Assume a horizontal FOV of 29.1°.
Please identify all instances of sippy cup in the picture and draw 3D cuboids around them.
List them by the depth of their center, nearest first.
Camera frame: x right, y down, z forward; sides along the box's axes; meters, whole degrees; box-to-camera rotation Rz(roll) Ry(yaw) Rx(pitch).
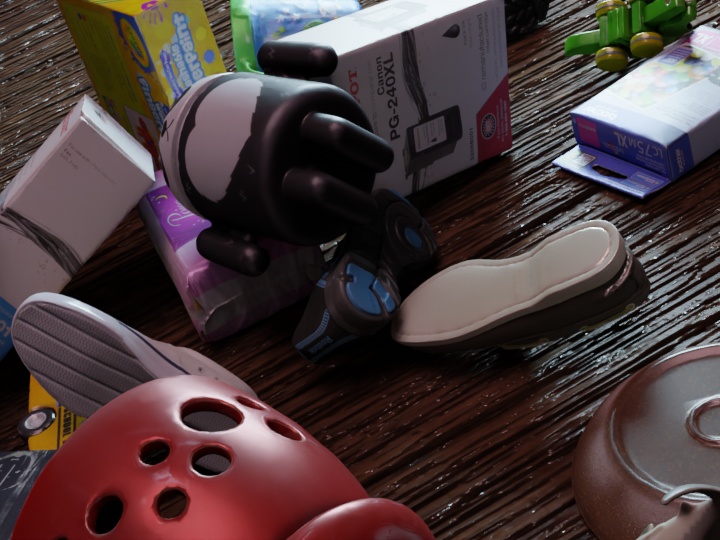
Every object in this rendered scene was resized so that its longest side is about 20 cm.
[{"bbox_3d":[-0.057,-0.215,1.383,0.128,0.140,0.180,-7,60,1],"label":"sippy cup"}]

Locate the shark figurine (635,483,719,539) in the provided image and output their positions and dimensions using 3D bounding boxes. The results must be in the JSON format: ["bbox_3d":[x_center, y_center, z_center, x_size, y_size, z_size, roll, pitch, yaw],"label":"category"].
[{"bbox_3d":[0.163,0.180,0.729,0.090,0.215,0.128,48,32,16],"label":"shark figurine"}]

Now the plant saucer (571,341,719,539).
[{"bbox_3d":[0.226,0.104,0.860,0.198,0.037,0.201,-13,35,9],"label":"plant saucer"}]

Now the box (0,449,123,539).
[{"bbox_3d":[-0.256,0.224,0.864,0.194,0.125,0.201,-6,36,23],"label":"box"}]

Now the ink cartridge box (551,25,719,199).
[{"bbox_3d":[0.267,-0.138,1.179,0.199,0.042,0.119,-35,36,-19],"label":"ink cartridge box"}]

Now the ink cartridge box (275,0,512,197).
[{"bbox_3d":[0.030,-0.145,1.179,0.199,0.147,0.083,-26,33,-33],"label":"ink cartridge box"}]

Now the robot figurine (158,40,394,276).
[{"bbox_3d":[-0.069,-0.088,1.062,0.199,0.126,0.150,15,47,45],"label":"robot figurine"}]

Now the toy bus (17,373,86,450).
[{"bbox_3d":[-0.211,0.106,1.055,0.077,0.066,0.201,-19,34,1],"label":"toy bus"}]

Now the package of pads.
[{"bbox_3d":[-0.114,-0.030,1.187,0.119,0.076,0.200,-23,34,-10],"label":"package of pads"}]

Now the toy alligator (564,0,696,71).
[{"bbox_3d":[0.271,-0.224,1.253,0.199,0.054,0.060,-18,65,48],"label":"toy alligator"}]

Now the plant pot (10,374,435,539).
[{"bbox_3d":[-0.068,0.182,0.758,0.182,0.202,0.200,25,53,40],"label":"plant pot"}]

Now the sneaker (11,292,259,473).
[{"bbox_3d":[-0.157,0.078,0.993,0.073,0.199,0.071,-53,12,14],"label":"sneaker"}]

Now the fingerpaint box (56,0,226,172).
[{"bbox_3d":[-0.195,-0.185,1.334,0.073,0.202,0.166,-35,36,-24],"label":"fingerpaint box"}]

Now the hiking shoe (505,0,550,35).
[{"bbox_3d":[0.092,-0.256,1.417,0.198,0.077,0.101,-20,24,-17],"label":"hiking shoe"}]

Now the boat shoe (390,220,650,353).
[{"bbox_3d":[0.112,0.026,1.001,0.200,0.060,0.073,-20,43,34],"label":"boat shoe"}]

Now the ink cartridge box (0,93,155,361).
[{"bbox_3d":[-0.268,-0.040,1.173,0.200,0.086,0.147,-47,16,4],"label":"ink cartridge box"}]

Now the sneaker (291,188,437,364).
[{"bbox_3d":[0.000,0.000,1.087,0.082,0.073,0.200,-42,5,30],"label":"sneaker"}]
